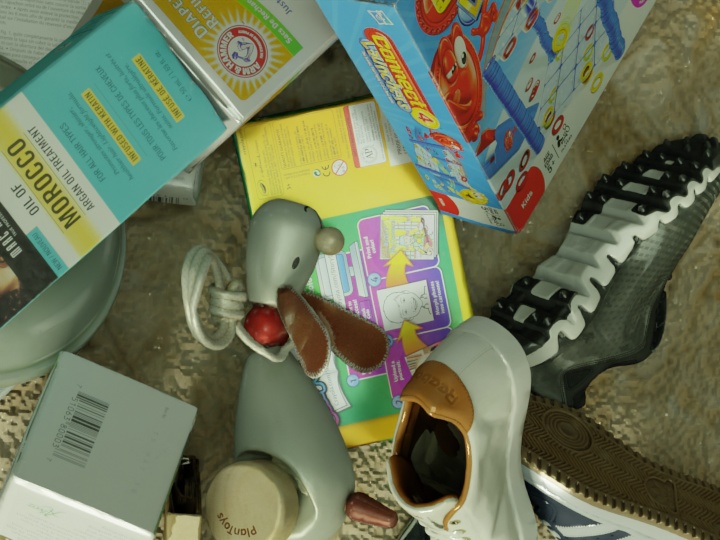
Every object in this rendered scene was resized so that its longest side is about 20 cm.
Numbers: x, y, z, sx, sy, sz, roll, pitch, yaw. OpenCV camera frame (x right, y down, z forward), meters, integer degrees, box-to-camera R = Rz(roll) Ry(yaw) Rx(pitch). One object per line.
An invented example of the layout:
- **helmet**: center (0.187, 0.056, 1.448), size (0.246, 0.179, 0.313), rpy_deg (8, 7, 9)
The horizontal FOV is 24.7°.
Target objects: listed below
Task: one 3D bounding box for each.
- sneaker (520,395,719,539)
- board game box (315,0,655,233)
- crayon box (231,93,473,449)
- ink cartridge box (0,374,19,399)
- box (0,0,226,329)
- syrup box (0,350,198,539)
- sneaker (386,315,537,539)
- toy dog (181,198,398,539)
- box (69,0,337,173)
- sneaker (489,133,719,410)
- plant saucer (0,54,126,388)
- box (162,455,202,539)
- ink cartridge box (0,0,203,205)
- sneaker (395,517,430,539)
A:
- **sneaker**: center (0.135, 0.155, 0.968), size (0.199, 0.070, 0.109), rpy_deg (26, 126, -9)
- **board game box**: center (0.080, -0.158, 0.885), size (0.056, 0.196, 0.201), rpy_deg (19, 68, 35)
- **crayon box**: center (0.000, 0.000, 0.973), size (0.117, 0.058, 0.202), rpy_deg (-12, 95, -4)
- **ink cartridge box**: center (-0.290, 0.024, 0.878), size (0.200, 0.145, 0.145), rpy_deg (48, 49, -6)
- **box**: center (-0.164, -0.038, 0.790), size (0.200, 0.049, 0.083), rpy_deg (-44, 109, -23)
- **syrup box**: center (-0.158, 0.135, 0.894), size (0.081, 0.200, 0.079), rpy_deg (23, 53, -8)
- **sneaker**: center (0.046, 0.124, 0.895), size (0.084, 0.072, 0.202), rpy_deg (-35, 134, -35)
- **toy dog**: center (-0.023, 0.068, 0.893), size (0.095, 0.132, 0.202), rpy_deg (1, 105, 20)
- **box**: center (-0.048, -0.163, 0.900), size (0.101, 0.112, 0.200), rpy_deg (48, 66, -6)
- **sneaker**: center (0.158, 0.005, 0.989), size (0.200, 0.066, 0.091), rpy_deg (-45, 125, -17)
- **plant saucer**: center (-0.202, -0.041, 0.846), size (0.199, 0.050, 0.202), rpy_deg (17, 59, -30)
- **box**: center (-0.105, 0.217, 0.924), size (0.021, 0.163, 0.202), rpy_deg (4, 93, -7)
- **ink cartridge box**: center (-0.161, -0.148, 0.962), size (0.159, 0.050, 0.202), rpy_deg (8, 79, -6)
- **sneaker**: center (0.034, 0.227, 0.983), size (0.078, 0.079, 0.201), rpy_deg (28, 89, -6)
